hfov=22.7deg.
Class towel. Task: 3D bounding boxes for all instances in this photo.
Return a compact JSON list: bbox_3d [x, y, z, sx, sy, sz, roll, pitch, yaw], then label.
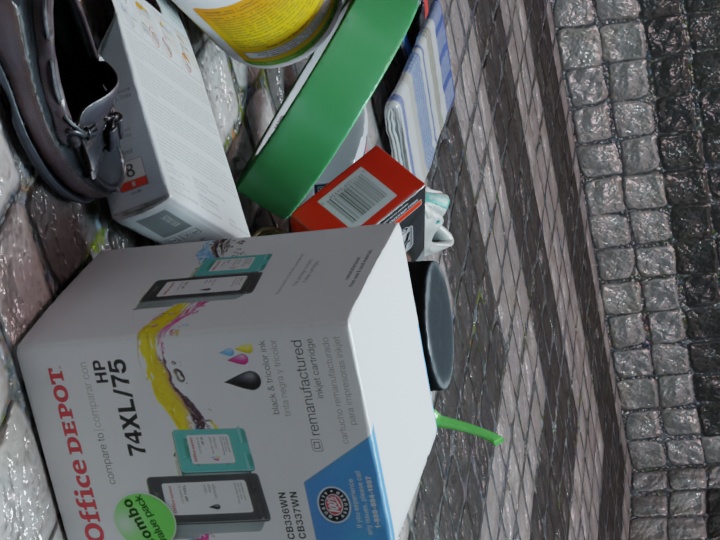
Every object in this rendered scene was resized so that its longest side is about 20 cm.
[{"bbox_3d":[0.066,-0.188,1.997,0.200,0.024,0.147,-69,157,-43],"label":"towel"}]

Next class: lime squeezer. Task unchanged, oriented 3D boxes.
[{"bbox_3d":[0.075,0.126,1.915,0.038,0.071,0.200,40,13,-48],"label":"lime squeezer"}]

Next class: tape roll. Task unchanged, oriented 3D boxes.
[{"bbox_3d":[-0.026,-0.137,1.393,0.201,0.048,0.200,-56,-173,11],"label":"tape roll"}]

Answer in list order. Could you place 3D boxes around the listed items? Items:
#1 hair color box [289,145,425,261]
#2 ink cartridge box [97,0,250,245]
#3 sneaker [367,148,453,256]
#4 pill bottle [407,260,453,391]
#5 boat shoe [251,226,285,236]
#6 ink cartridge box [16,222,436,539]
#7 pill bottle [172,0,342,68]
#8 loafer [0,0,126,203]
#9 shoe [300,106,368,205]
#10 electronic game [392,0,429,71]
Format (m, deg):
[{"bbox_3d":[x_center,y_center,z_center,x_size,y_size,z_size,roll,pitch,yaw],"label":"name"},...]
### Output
[{"bbox_3d":[0.000,0.000,1.481,0.101,0.061,0.200,-40,154,-22],"label":"hair color box"},{"bbox_3d":[-0.145,-0.113,1.212,0.162,0.050,0.201,35,33,-71],"label":"ink cartridge box"},{"bbox_3d":[0.044,-0.071,1.809,0.200,0.088,0.076,56,33,-62],"label":"sneaker"},{"bbox_3d":[-0.043,0.044,1.190,0.112,0.199,0.113,-6,90,-76],"label":"pill bottle"},{"bbox_3d":[-0.075,0.038,1.347,0.200,0.074,0.067,-92,166,-58],"label":"boat shoe"},{"bbox_3d":[-0.073,0.072,1.063,0.146,0.199,0.147,-61,143,-63],"label":"ink cartridge box"},{"bbox_3d":[-0.092,-0.229,1.285,0.200,0.110,0.112,39,47,-69],"label":"pill bottle"},{"bbox_3d":[-0.169,-0.109,1.032,0.200,0.063,0.072,66,23,-50],"label":"loafer"},{"bbox_3d":[-0.021,-0.073,1.602,0.091,0.071,0.201,31,60,-74],"label":"shoe"},{"bbox_3d":[0.050,-0.317,2.026,0.200,0.041,0.201,-6,90,-76],"label":"electronic game"}]
